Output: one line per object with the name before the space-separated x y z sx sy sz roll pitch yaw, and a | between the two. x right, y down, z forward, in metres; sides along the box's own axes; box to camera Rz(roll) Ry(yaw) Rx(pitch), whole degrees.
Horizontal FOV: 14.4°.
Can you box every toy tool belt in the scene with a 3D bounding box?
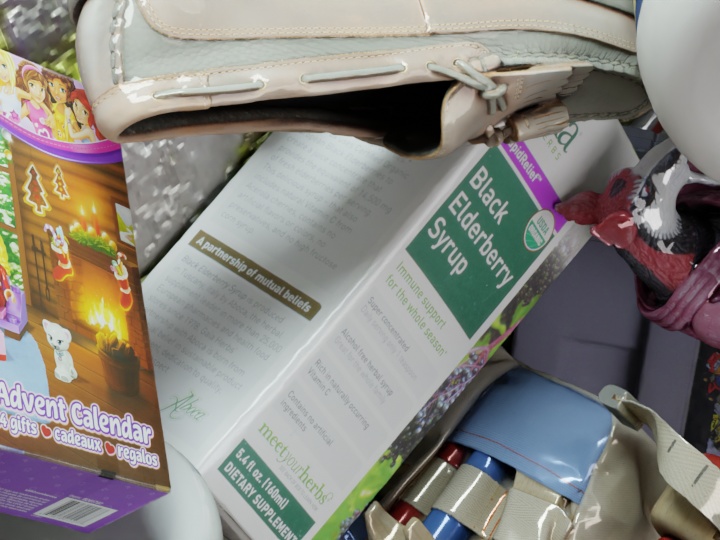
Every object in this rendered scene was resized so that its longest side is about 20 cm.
toy tool belt | 0.054 0.103 1.010 0.125 0.200 0.123 43 78 -38

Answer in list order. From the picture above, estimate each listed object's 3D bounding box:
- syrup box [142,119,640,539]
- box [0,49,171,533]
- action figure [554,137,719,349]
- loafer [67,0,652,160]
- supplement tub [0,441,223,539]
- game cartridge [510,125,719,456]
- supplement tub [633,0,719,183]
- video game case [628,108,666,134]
syrup box | 0.000 0.000 0.985 0.200 0.081 0.079 -49 138 -11
box | -0.141 -0.011 0.809 0.039 0.138 0.200 -27 151 31
action figure | 0.158 -0.002 1.012 0.199 0.134 0.149 9 136 -16
loafer | 0.005 -0.058 0.890 0.199 0.063 0.072 6 153 -22
supplement tub | -0.103 0.155 0.929 0.122 0.122 0.201 -27 135 -32
game cartridge | 0.120 0.047 1.104 0.038 0.129 0.201 -55 155 -65
supplement tub | 0.153 -0.134 0.902 0.143 0.201 0.145 0 139 0
video game case | 0.214 -0.032 1.137 0.200 0.017 0.143 42 78 -8
